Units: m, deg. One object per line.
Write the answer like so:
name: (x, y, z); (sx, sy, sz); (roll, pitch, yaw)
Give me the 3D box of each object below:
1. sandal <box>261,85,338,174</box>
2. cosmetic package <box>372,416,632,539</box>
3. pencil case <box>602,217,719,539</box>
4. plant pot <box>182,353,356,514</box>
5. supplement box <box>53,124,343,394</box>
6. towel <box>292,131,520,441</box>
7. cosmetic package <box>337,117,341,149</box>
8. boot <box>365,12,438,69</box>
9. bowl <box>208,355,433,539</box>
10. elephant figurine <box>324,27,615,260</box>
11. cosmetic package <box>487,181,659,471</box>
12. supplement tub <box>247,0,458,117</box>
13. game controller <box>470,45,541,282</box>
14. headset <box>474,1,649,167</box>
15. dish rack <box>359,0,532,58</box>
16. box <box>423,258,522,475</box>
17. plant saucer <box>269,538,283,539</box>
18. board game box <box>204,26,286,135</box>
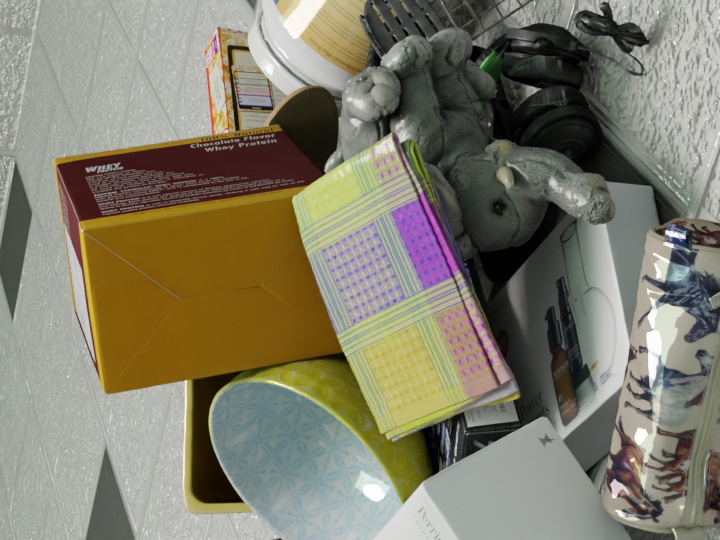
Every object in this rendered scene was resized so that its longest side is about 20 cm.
sandal: (-0.075, -0.079, 1.582); (0.070, 0.077, 0.213); (-127, 40, -52)
cosmetic package: (0.100, 0.244, 1.207); (0.200, 0.123, 0.200); (55, 143, 17)
pencil case: (0.206, 0.069, 1.132); (0.089, 0.077, 0.201); (-140, 58, -74)
plant pot: (-0.047, 0.125, 1.608); (0.200, 0.194, 0.196); (66, -157, -79)
supplement box: (-0.130, -0.016, 1.420); (0.200, 0.196, 0.134); (-131, 33, -65)
towel: (0.028, 0.017, 1.264); (0.143, 0.023, 0.201); (-28, 84, 47)
cosmetic package: (0.005, -0.084, 1.626); (0.085, 0.107, 0.201); (115, 152, -42)
boot: (0.047, -0.093, 1.471); (0.158, 0.079, 0.212); (94, 166, -49)
bowl: (-0.012, 0.135, 1.427); (0.199, 0.108, 0.201); (26, 140, 25)
elephant figurine: (0.074, -0.061, 1.283); (0.201, 0.141, 0.155); (56, 174, 19)
cosmetic package: (0.159, 0.051, 1.293); (0.200, 0.051, 0.152); (126, 145, -54)
supplement tub: (0.004, -0.247, 1.558); (0.200, 0.144, 0.145); (-50, 38, 30)
game controller: (0.103, -0.089, 1.469); (0.105, 0.042, 0.201); (117, 150, -44)
headset: (0.133, -0.136, 1.335); (0.200, 0.094, 0.124); (-28, 59, 46)
dish rack: (0.086, -0.239, 1.386); (0.199, 0.055, 0.154); (-33, 36, 5)
box: (0.078, 0.115, 1.391); (0.199, 0.049, 0.201); (-100, 8, -46)
plant saucer: (-0.007, 0.274, 1.490); (0.032, 0.199, 0.200); (-62, 23, -2)
board game box: (-0.070, -0.139, 1.766); (0.046, 0.151, 0.201); (127, 142, -53)
